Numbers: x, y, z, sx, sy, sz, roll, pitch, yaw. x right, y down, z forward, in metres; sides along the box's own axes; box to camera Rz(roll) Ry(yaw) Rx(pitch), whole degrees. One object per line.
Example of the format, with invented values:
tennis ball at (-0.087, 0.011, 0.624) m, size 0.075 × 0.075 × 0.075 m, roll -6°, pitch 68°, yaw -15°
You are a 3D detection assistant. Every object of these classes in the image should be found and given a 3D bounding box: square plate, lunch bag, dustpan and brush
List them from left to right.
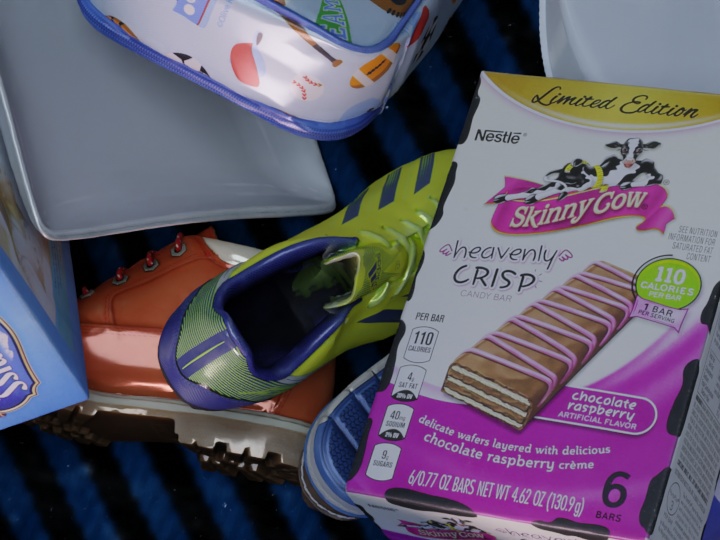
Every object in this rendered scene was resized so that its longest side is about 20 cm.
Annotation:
square plate at (-0.109, -0.109, 1.238) m, size 0.028 × 0.198 × 0.200 m, roll -26°, pitch 79°, yaw 37°
lunch bag at (-0.029, -0.157, 1.233) m, size 0.160 × 0.076 × 0.200 m, roll 25°, pitch 45°, yaw 6°
dustpan and brush at (0.142, -0.054, 1.243) m, size 0.139 × 0.057 × 0.200 m, roll 10°, pitch 62°, yaw -6°

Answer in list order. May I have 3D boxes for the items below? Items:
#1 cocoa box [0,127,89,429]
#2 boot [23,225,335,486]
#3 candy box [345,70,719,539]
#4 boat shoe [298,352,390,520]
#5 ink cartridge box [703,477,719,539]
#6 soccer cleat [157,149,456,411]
cocoa box at (-0.208, -0.033, 1.212) m, size 0.131 × 0.133 × 0.200 m, roll -19°, pitch 49°, yaw 7°
boot at (-0.106, 0.027, 1.271) m, size 0.200 × 0.075 × 0.107 m, roll 11°, pitch 77°, yaw 4°
candy box at (0.091, 0.021, 1.148) m, size 0.136 × 0.061 × 0.200 m, roll 7°, pitch 66°, yaw 26°
boat shoe at (0.049, 0.042, 1.239) m, size 0.200 × 0.072 × 0.072 m, roll -31°, pitch 87°, yaw -24°
ink cartridge box at (0.169, 0.049, 1.209) m, size 0.200 × 0.119 × 0.042 m, roll -37°, pitch 37°, yaw 3°
soccer cleat at (0.000, 0.001, 1.215) m, size 0.200 × 0.084 × 0.065 m, roll -31°, pitch 89°, yaw -33°
